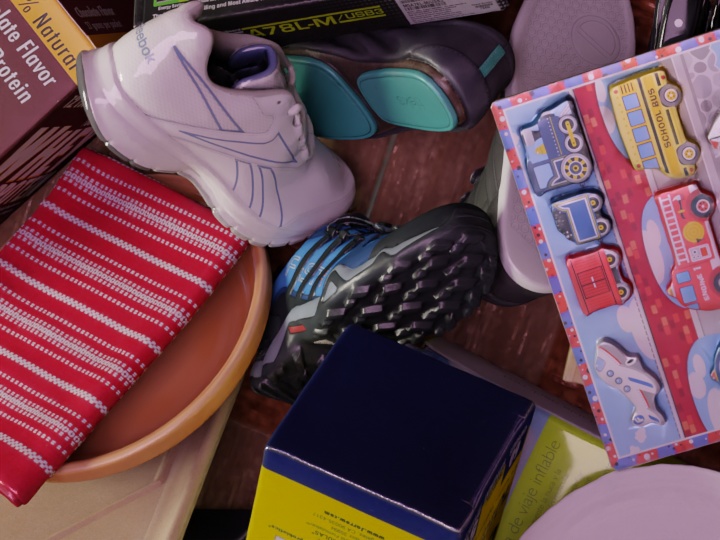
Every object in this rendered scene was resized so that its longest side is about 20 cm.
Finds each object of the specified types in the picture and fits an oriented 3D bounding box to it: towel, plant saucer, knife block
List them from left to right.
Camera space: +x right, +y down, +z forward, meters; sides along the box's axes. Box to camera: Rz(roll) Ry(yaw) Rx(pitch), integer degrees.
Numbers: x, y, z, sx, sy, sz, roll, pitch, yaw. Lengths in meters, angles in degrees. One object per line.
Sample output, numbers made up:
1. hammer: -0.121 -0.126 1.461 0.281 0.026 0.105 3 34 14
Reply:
1. towel: -0.167 0.026 1.388 0.144 0.023 0.200 27 70 39
2. plant saucer: -0.137 0.036 1.405 0.199 0.038 0.201 -14 49 17
3. knife block: 0.160 -0.056 1.273 0.064 0.176 0.201 14 62 5

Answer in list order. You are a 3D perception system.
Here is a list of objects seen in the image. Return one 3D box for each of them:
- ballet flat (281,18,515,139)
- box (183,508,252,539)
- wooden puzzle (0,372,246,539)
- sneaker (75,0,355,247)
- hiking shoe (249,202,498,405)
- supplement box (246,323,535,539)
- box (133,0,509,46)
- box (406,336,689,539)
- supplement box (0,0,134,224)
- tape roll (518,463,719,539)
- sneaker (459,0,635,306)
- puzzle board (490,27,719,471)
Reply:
1. ballet flat: 0.014 -0.108 1.360 0.200 0.073 0.074 6 100 56
2. box: -0.152 0.219 1.440 0.199 0.107 0.150 -1 100 17
3. wooden puzzle: -0.169 0.116 1.411 0.199 0.185 0.037 -5 125 19
4. sneaker: -0.059 -0.075 1.333 0.087 0.200 0.075 -31 56 23
5. hiking shoe: 0.000 0.000 1.344 0.200 0.074 0.087 -35 48 46
6. supplement box: 0.005 0.149 1.315 0.109 0.109 0.201 23 132 11
7. box: -0.019 -0.215 1.343 0.199 0.048 0.194 -7 66 18
8. box: 0.080 0.125 1.395 0.199 0.048 0.123 27 102 12
9. supplement box: -0.245 -0.131 1.418 0.200 0.133 0.198 -40 84 17
10. tape roll: 0.157 0.203 1.275 0.201 0.071 0.204 -12 63 26
11. sneaker: 0.092 -0.071 1.359 0.070 0.099 0.201 16 69 -14
12. puzzle board: 0.166 -0.012 1.252 0.150 0.017 0.201 -17 103 12
